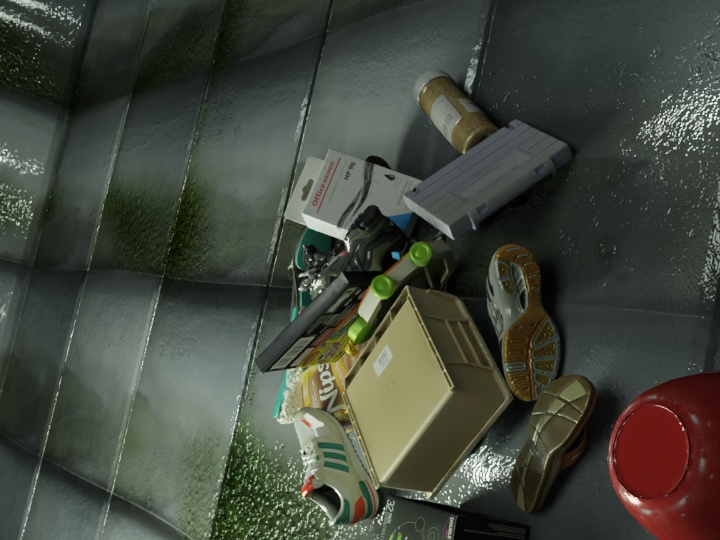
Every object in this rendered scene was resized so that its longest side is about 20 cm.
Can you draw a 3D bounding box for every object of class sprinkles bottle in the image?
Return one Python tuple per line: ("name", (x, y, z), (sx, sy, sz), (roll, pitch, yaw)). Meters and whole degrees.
("sprinkles bottle", (0.143, -0.226, 1.526), (0.068, 0.068, 0.200), (-58, 35, 22))

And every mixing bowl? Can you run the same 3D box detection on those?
("mixing bowl", (0.327, 0.192, 1.050), (0.200, 0.108, 0.201), (-28, 54, 48))

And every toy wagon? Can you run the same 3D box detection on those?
("toy wagon", (0.049, 0.039, 1.437), (0.200, 0.155, 0.040), (-40, 65, -7))

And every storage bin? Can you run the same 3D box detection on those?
("storage bin", (0.077, 0.158, 1.366), (0.200, 0.094, 0.199), (-58, 36, 30))

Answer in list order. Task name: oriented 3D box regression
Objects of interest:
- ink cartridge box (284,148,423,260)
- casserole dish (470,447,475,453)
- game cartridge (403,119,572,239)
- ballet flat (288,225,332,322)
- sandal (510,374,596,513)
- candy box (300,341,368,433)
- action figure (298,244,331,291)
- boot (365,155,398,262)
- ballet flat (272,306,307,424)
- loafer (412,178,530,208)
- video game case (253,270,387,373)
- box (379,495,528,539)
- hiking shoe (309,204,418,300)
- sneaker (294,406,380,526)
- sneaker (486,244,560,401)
("ink cartridge box", (-0.012, -0.107, 1.580), (0.068, 0.200, 0.116), (71, -140, -74))
("casserole dish", (0.108, 0.172, 1.439), (0.121, 0.039, 0.200), (-49, 41, 34))
("game cartridge", (0.170, -0.123, 1.382), (0.200, 0.038, 0.130), (-34, 39, -10))
("ballet flat", (-0.095, 0.010, 1.782), (0.068, 0.068, 0.201), (-20, 60, 61))
("sandal", (0.236, 0.206, 1.232), (0.080, 0.054, 0.200), (-118, 39, -54))
("candy box", (-0.014, 0.177, 1.599), (0.200, 0.055, 0.116), (-37, 47, 41))
("action figure", (-0.050, 0.028, 1.662), (0.102, 0.119, 0.200), (-43, 39, -16))
("boot", (0.017, -0.087, 1.658), (0.075, 0.073, 0.201), (-33, 54, 53))
("ballet flat", (-0.097, 0.158, 1.715), (0.072, 0.072, 0.201), (20, 101, 57))
("loafer", (0.163, -0.101, 1.461), (0.200, 0.071, 0.073), (-1, 41, 45))
("video game case", (-0.033, 0.071, 1.472), (0.200, 0.181, 0.026), (-46, 67, 25))
("box", (0.101, 0.396, 1.278), (0.148, 0.124, 0.201), (-2, 73, 56))
("hiking shoe", (0.000, 0.000, 1.518), (0.200, 0.101, 0.076), (-51, 6, 40))
("sneaker", (-0.056, 0.290, 1.529), (0.200, 0.093, 0.070), (56, 131, 23))
("sneaker", (0.205, 0.070, 1.328), (0.088, 0.075, 0.201), (116, 151, -74))
